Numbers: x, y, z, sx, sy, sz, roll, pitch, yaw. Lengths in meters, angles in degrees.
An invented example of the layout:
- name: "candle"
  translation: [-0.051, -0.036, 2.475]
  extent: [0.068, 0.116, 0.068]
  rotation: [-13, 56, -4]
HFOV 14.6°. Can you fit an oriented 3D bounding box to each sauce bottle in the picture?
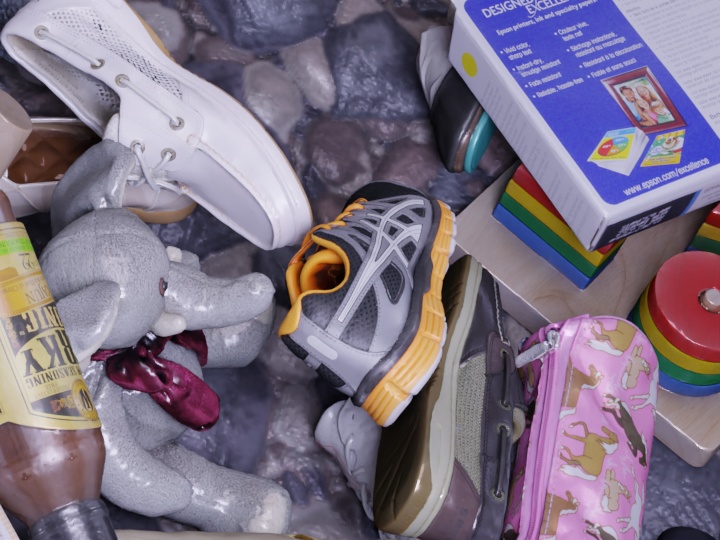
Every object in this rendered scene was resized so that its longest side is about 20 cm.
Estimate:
- name: "sauce bottle"
  translation: [-0.156, 0.062, 1.302]
  extent: [0.065, 0.065, 0.201]
  rotation: [-20, 84, -31]

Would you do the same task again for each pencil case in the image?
- name: "pencil case"
  translation: [0.110, 0.120, 1.488]
  extent: [0.086, 0.083, 0.201]
  rotation: [19, 52, -10]

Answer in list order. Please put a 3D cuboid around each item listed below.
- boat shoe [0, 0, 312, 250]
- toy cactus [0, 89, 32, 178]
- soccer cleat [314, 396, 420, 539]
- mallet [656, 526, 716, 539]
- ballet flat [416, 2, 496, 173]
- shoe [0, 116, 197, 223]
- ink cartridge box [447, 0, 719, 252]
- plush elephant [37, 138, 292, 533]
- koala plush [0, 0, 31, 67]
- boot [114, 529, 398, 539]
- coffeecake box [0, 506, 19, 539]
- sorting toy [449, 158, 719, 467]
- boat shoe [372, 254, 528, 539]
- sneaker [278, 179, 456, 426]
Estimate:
- name: "boat shoe"
  translation: [-0.112, -0.072, 1.491]
  extent: [0.200, 0.071, 0.069]
  rotation: [42, 59, 16]
- name: "toy cactus"
  translation: [-0.221, -0.018, 1.399]
  extent: [0.102, 0.165, 0.200]
  rotation: [39, 19, -24]
- name: "soccer cleat"
  translation: [0.019, 0.105, 1.480]
  extent: [0.085, 0.069, 0.201]
  rotation: [3, 51, -8]
- name: "mallet"
  translation: [0.212, 0.131, 1.448]
  extent: [0.041, 0.200, 0.066]
  rotation: [33, 43, -14]
- name: "ballet flat"
  translation: [0.074, -0.127, 1.670]
  extent: [0.068, 0.068, 0.200]
  rotation: [25, 44, 12]
- name: "shoe"
  translation: [-0.179, -0.062, 1.531]
  extent: [0.199, 0.053, 0.070]
  rotation: [-1, 56, -21]
- name: "ink cartridge box"
  translation: [0.155, -0.124, 1.617]
  extent: [0.197, 0.047, 0.200]
  rotation: [-21, 64, -30]
- name: "plush elephant"
  translation: [-0.112, 0.028, 1.424]
  extent: [0.199, 0.155, 0.165]
  rotation: [12, 52, -12]
- name: "koala plush"
  translation: [-0.188, -0.253, 1.572]
  extent: [0.183, 0.200, 0.178]
  rotation: [30, 51, 3]
- name: "boot"
  translation: [-0.064, 0.156, 1.335]
  extent: [0.155, 0.200, 0.073]
  rotation: [6, 87, -15]
- name: "coffeecake box"
  translation: [-0.201, 0.125, 1.287]
  extent: [0.073, 0.200, 0.154]
  rotation: [-29, 68, -12]
- name: "sorting toy"
  translation: [0.183, -0.022, 1.626]
  extent: [0.199, 0.070, 0.200]
  rotation: [40, 52, 10]
- name: "boat shoe"
  translation: [0.051, 0.072, 1.433]
  extent: [0.066, 0.072, 0.201]
  rotation: [31, 34, -13]
- name: "sneaker"
  translation: [0.000, 0.000, 1.459]
  extent: [0.077, 0.078, 0.200]
  rotation: [29, 22, -14]
